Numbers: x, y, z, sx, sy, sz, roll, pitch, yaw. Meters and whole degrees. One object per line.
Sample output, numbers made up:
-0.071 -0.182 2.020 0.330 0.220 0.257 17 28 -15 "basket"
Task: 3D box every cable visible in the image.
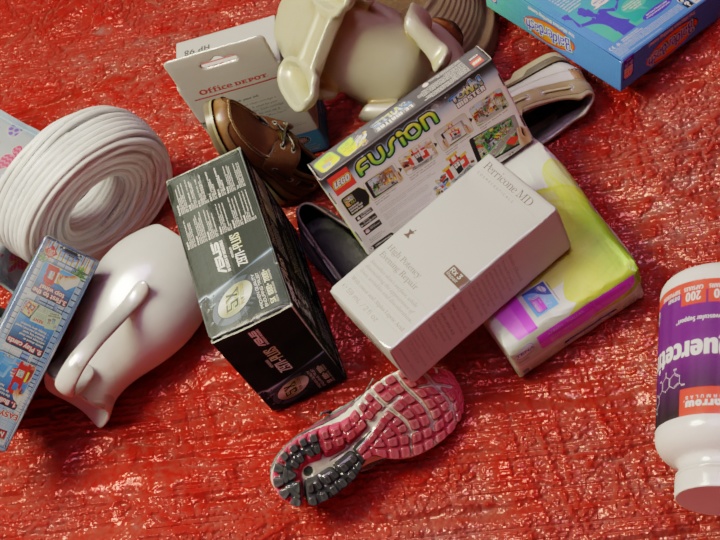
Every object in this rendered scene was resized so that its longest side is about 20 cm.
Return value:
-0.294 -0.082 1.410 0.200 0.200 0.069 -42 68 -13 "cable"

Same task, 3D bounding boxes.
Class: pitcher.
-0.235 0.050 1.332 0.121 0.172 0.200 36 77 -1 "pitcher"

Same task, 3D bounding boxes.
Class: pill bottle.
0.310 0.102 1.133 0.112 0.113 0.201 -2 61 19 "pill bottle"

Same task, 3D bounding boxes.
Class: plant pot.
0.048 -0.281 1.463 0.200 0.093 0.201 -8 59 14 "plant pot"

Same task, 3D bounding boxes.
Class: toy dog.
0.018 -0.211 1.338 0.194 0.199 0.140 32 106 59 "toy dog"

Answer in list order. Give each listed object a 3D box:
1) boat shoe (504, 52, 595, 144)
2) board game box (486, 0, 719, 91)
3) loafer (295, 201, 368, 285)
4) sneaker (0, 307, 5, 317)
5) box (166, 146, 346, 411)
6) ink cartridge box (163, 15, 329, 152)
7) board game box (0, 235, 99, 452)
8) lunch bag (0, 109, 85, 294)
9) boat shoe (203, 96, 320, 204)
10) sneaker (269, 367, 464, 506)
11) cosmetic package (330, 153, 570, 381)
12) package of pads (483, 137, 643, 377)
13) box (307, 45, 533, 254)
0.149 -0.146 1.358 0.200 0.075 0.068 -38 50 -5 "boat shoe"
0.254 -0.288 1.401 0.152 0.045 0.200 -36 55 -19 "board game box"
0.000 0.000 1.335 0.072 0.063 0.200 -44 56 -8 "loafer"
-0.439 0.114 1.409 0.071 0.099 0.200 14 68 24 "sneaker"
-0.102 0.011 1.306 0.086 0.164 0.200 -24 57 5 "box"
-0.120 -0.197 1.410 0.115 0.200 0.067 -13 57 12 "ink cartridge box"
-0.350 0.088 1.339 0.062 0.200 0.200 28 66 -14 "board game box"
-0.424 -0.092 1.509 0.200 0.127 0.170 27 75 22 "lunch bag"
-0.095 -0.131 1.362 0.068 0.200 0.072 -15 70 15 "boat shoe"
0.003 0.148 1.247 0.200 0.075 0.081 -25 95 -8 "sneaker"
0.084 -0.003 1.219 0.200 0.074 0.102 -42 53 -5 "cosmetic package"
0.164 -0.019 1.283 0.154 0.068 0.200 -33 56 0 "package of pads"
0.060 -0.114 1.279 0.200 0.110 0.035 -35 38 -1 "box"
